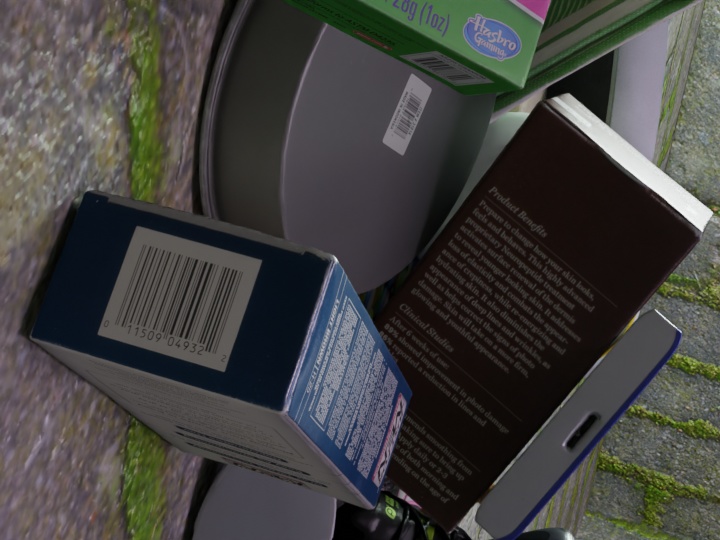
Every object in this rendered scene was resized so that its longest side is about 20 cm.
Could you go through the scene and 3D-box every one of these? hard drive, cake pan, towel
[{"bbox_3d":[0.119,0.079,0.817,0.132,0.025,0.200,-50,171,4],"label":"hard drive"},{"bbox_3d":[0.005,-0.076,0.696,0.200,0.036,0.202,-38,140,-41],"label":"cake pan"},{"bbox_3d":[0.143,-0.173,1.017,0.042,0.134,0.203,-5,101,-40],"label":"hard drive"},{"bbox_3d":[0.129,-0.167,0.856,0.023,0.152,0.201,49,30,-22],"label":"towel"}]

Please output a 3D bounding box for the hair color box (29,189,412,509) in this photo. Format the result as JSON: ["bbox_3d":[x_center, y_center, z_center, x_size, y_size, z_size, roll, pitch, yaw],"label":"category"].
[{"bbox_3d":[-0.045,0.039,0.612,0.200,0.099,0.061,64,43,-70],"label":"hair color box"}]

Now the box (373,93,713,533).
[{"bbox_3d":[0.074,0.020,0.766,0.201,0.100,0.075,-52,172,21],"label":"box"}]

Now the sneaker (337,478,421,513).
[{"bbox_3d":[0.007,0.127,0.951,0.200,0.079,0.087,-48,150,-61],"label":"sneaker"}]

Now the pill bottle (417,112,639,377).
[{"bbox_3d":[0.107,-0.003,0.911,0.113,0.111,0.200,-70,155,-14],"label":"pill bottle"}]

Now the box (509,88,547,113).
[{"bbox_3d":[0.076,-0.081,1.000,0.082,0.068,0.202,-45,149,-60],"label":"box"}]

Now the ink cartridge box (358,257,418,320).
[{"bbox_3d":[0.000,0.000,0.868,0.200,0.042,0.121,-46,149,-65],"label":"ink cartridge box"}]

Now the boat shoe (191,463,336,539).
[{"bbox_3d":[-0.059,0.167,0.790,0.057,0.068,0.202,-80,-174,-77],"label":"boat shoe"}]

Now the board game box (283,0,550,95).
[{"bbox_3d":[0.020,-0.186,0.545,0.040,0.152,0.202,5,-104,59],"label":"board game box"}]

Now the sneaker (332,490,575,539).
[{"bbox_3d":[0.026,0.161,0.839,0.071,0.197,0.084,-93,-179,-74],"label":"sneaker"}]

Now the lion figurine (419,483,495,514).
[{"bbox_3d":[0.052,0.072,0.946,0.200,0.072,0.124,-68,139,-73],"label":"lion figurine"}]
